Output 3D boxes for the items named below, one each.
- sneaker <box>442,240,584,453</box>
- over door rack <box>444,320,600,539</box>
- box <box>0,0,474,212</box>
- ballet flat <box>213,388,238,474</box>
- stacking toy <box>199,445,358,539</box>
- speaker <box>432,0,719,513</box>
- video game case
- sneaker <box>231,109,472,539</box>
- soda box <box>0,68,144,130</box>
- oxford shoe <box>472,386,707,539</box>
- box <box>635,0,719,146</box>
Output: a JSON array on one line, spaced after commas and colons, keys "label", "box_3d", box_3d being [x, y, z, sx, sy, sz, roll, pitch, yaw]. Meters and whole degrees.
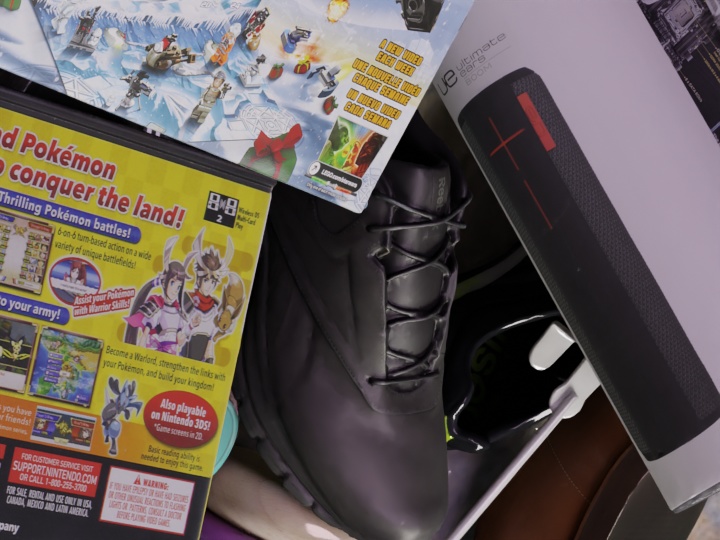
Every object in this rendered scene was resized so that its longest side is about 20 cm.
[{"label": "sneaker", "box_3d": [0.086, 0.024, 1.164, 0.200, 0.083, 0.072, -32, 120, -27]}, {"label": "over door rack", "box_3d": [0.078, 0.141, 1.089, 0.148, 0.067, 0.200, 40, 78, -30]}, {"label": "box", "box_3d": [-0.037, -0.107, 0.932, 0.200, 0.040, 0.137, 22, 100, -52]}, {"label": "ballet flat", "box_3d": [-0.121, 0.022, 1.007, 0.200, 0.071, 0.069, 32, 85, -48]}, {"label": "stacking toy", "box_3d": [-0.060, 0.170, 1.097, 0.085, 0.085, 0.200, 20, 94, -40]}, {"label": "speaker", "box_3d": [0.097, -0.019, 1.051, 0.081, 0.081, 0.200, -24, 81, -32]}, {"label": "video game case", "box_3d": [-0.114, 0.036, 0.928, 0.200, 0.025, 0.181, 17, 84, -51]}, {"label": "sneaker", "box_3d": [0.000, 0.000, 1.047, 0.076, 0.091, 0.200, -12, 86, -48]}, {"label": "soda box", "box_3d": [-0.071, -0.120, 0.982, 0.200, 0.071, 0.063, -51, 147, -3]}, {"label": "oxford shoe", "box_3d": [0.066, 0.136, 1.196, 0.071, 0.071, 0.200, 18, 107, -51]}, {"label": "box", "box_3d": [0.148, -0.040, 1.088, 0.050, 0.158, 0.200, -20, 71, -46]}]
